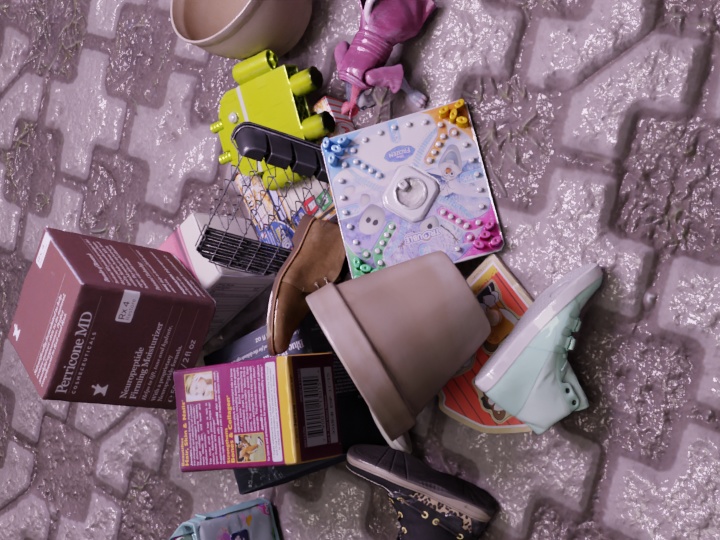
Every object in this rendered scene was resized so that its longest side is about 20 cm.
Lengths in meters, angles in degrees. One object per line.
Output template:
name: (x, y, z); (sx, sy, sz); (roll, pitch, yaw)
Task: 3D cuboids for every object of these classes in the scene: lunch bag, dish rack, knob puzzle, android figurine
lunch bag: (-0.201, 0.426, 1.446); (0.121, 0.169, 0.204); (25, 106, 34)
dish rack: (-0.130, -0.085, 1.367); (0.202, 0.151, 0.055); (-59, 31, 28)
knob puzzle: (0.161, 0.113, 1.275); (0.216, 0.030, 0.225); (-1, 88, 36)
android figurine: (-0.128, -0.204, 1.419); (0.197, 0.041, 0.186); (-14, 90, 33)

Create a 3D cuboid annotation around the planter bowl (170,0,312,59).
planter bowl: (-0.151, -0.379, 1.434); (0.198, 0.134, 0.204); (-19, 60, 35)

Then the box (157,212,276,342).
box: (-0.243, 0.020, 1.512); (0.199, 0.127, 0.110); (-40, 66, 27)

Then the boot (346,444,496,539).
boot: (0.057, 0.318, 1.293); (0.196, 0.073, 0.153); (20, 107, 2)

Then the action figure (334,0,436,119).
action figure: (0.020, -0.292, 1.324); (0.132, 0.148, 0.203); (21, 88, 28)

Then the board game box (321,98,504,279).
board game box: (0.063, -0.099, 1.297); (0.196, 0.026, 0.204); (-15, 78, 5)

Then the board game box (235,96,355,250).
board game box: (-0.077, -0.121, 1.443); (0.199, 0.046, 0.154); (-35, 69, 30)

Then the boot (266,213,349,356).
boot: (-0.066, 0.021, 1.302); (0.074, 0.074, 0.203); (14, 62, 11)

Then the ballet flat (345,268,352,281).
ballet flat: (0.000, 0.000, 1.370); (0.198, 0.071, 0.073); (31, 106, 24)

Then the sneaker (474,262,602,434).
sneaker: (0.238, 0.094, 1.198); (0.118, 0.074, 0.201); (42, 88, -4)

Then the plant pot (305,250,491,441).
plant pot: (0.055, 0.072, 1.227); (0.172, 0.200, 0.202); (-32, 67, -3)

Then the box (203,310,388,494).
box: (-0.090, 0.176, 1.405); (0.195, 0.117, 0.204); (-26, 75, 32)

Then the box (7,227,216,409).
box: (-0.328, 0.066, 1.353); (0.164, 0.197, 0.168); (40, 112, 46)

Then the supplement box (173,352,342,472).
supplement box: (-0.132, 0.180, 1.300); (0.197, 0.102, 0.134); (-9, 83, 34)

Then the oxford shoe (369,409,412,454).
oxford shoe: (0.033, 0.143, 1.347); (0.057, 0.075, 0.203); (-22, 75, 11)
